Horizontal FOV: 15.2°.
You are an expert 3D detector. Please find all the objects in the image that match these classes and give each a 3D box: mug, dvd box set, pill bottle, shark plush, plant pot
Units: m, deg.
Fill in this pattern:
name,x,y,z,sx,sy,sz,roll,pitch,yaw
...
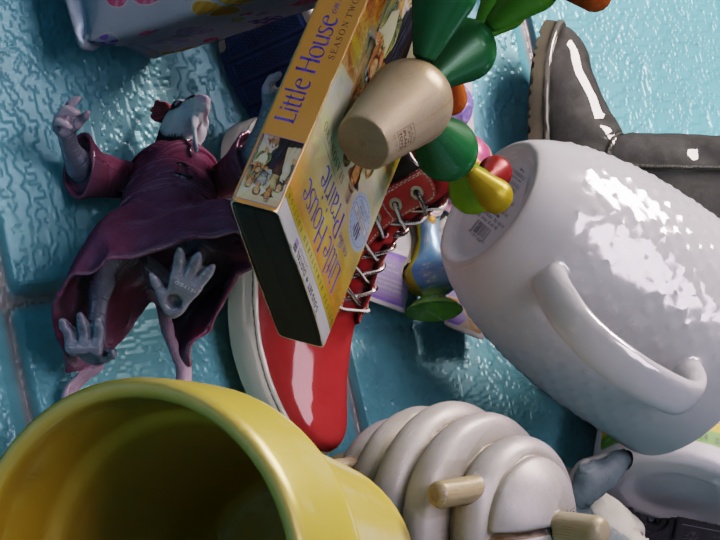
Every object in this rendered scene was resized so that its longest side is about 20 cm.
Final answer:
name,x,y,z,sx,sy,sz,roll,pitch,yaw
mug,0.145,0.017,1.604,0.175,0.148,0.200,34,18,-23
dvd box set,-0.008,-0.080,1.415,0.146,0.029,0.200,74,34,-59
pill bottle,0.218,0.059,1.765,0.111,0.111,0.200,35,53,-35
shark plush,0.098,0.161,1.626,0.200,0.091,0.084,0,73,-45
plant pot,-0.070,0.159,1.382,0.189,0.200,0.201,11,68,-63

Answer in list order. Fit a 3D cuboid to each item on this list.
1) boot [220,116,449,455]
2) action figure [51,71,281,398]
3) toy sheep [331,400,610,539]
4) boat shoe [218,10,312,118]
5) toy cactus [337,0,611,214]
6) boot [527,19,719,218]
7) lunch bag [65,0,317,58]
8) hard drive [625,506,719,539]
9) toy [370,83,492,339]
name,x,y,z,sx,sy,sz,roll,pitch,yaw
boot,0.000,0.000,1.528,0.072,0.144,0.201,5,77,-59
action figure,-0.097,-0.027,1.468,0.200,0.134,0.149,-86,175,-58
toy sheep,0.051,0.136,1.505,0.138,0.200,0.138,-15,110,-48
boat shoe,-0.047,-0.170,1.596,0.072,0.072,0.200,-29,103,-56
toy cactus,0.051,-0.098,1.405,0.165,0.102,0.200,-44,152,-44
boot,0.209,-0.079,1.749,0.073,0.199,0.182,60,30,-68
lunch bag,-0.091,-0.234,1.485,0.127,0.169,0.201,2,75,-68
hard drive,0.187,0.246,1.668,0.038,0.139,0.200,87,16,-55
toy,0.048,-0.067,1.682,0.115,0.047,0.201,19,64,-45
